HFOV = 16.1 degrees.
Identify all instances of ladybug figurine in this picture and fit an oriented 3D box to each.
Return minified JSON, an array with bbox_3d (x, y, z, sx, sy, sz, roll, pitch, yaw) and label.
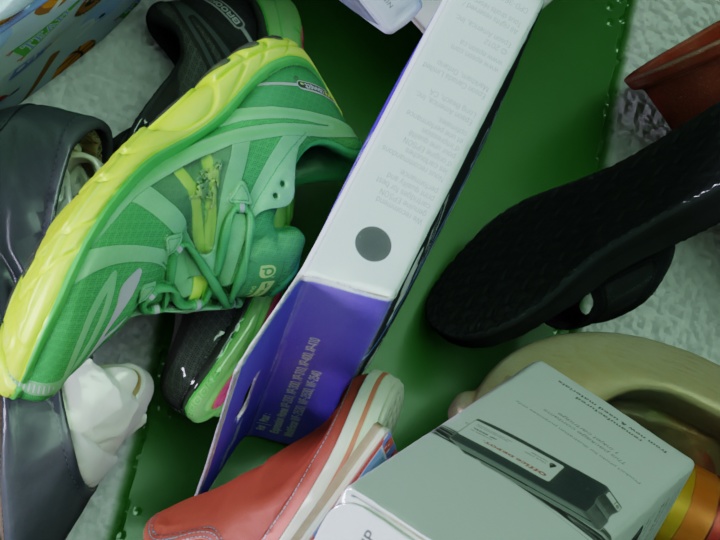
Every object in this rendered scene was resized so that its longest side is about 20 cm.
[{"bbox_3d":[0.124,0.104,1.119,0.200,0.072,0.136,30,68,-9],"label":"ladybug figurine"}]

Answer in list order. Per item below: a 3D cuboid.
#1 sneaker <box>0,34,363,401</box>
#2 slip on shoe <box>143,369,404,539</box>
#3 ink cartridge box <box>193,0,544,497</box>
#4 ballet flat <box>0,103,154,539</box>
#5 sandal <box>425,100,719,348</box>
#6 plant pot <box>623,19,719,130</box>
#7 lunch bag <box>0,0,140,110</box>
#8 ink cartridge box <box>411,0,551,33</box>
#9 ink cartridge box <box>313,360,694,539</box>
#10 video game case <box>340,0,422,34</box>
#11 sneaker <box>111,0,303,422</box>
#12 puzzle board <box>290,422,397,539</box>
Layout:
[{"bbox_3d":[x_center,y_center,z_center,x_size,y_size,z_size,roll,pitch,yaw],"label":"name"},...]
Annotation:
[{"bbox_3d":[-0.067,-0.015,1.003,0.084,0.074,0.200,43,58,0],"label":"sneaker"},{"bbox_3d":[-0.056,0.113,1.018,0.061,0.074,0.200,42,102,4],"label":"slip on shoe"},{"bbox_3d":[0.000,0.000,1.038,0.043,0.198,0.200,29,68,3],"label":"ink cartridge box"},{"bbox_3d":[-0.120,0.027,1.047,0.073,0.073,0.200,0,79,-19],"label":"ballet flat"},{"bbox_3d":[0.113,-0.010,1.093,0.048,0.200,0.075,44,37,-27],"label":"sandal"},{"bbox_3d":[0.253,-0.048,1.152,0.201,0.201,0.195,-30,94,-24],"label":"plant pot"},{"bbox_3d":[-0.148,-0.119,1.041,0.200,0.160,0.076,-41,91,-24],"label":"lunch bag"},{"bbox_3d":[0.083,-0.215,1.123,0.145,0.147,0.200,48,45,-3],"label":"ink cartridge box"},{"bbox_3d":[0.035,0.134,0.972,0.084,0.145,0.200,33,22,15],"label":"ink cartridge box"},{"bbox_3d":[-0.063,-0.188,1.048,0.023,0.200,0.182,-41,114,-2],"label":"video game case"},{"bbox_3d":[-0.070,-0.029,1.098,0.084,0.077,0.200,4,67,-3],"label":"sneaker"},{"bbox_3d":[-0.040,0.158,0.983,0.017,0.151,0.200,33,79,12],"label":"puzzle board"}]
